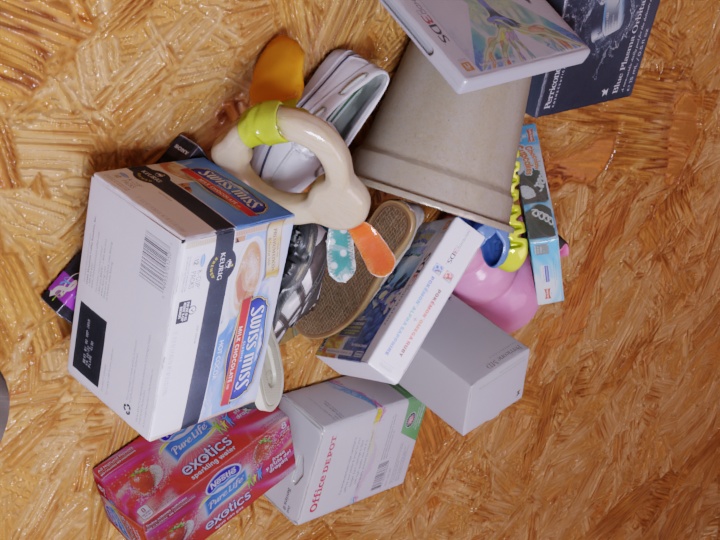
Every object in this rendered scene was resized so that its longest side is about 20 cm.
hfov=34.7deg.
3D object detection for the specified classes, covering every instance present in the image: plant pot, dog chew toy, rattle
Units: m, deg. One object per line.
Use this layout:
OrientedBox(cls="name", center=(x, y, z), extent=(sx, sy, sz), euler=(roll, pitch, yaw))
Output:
OrientedBox(cls="plant pot", center=(0.096, -0.157, 1.226), extent=(0.200, 0.199, 0.185), euler=(13, 96, -53))
OrientedBox(cls="dog chew toy", center=(0.154, -0.003, 1.464), extent=(0.125, 0.124, 0.200), euler=(-50, 137, -8))
OrientedBox(cls="rattle", center=(-0.038, -0.100, 1.095), extent=(0.199, 0.143, 0.130), euler=(35, 117, -22))

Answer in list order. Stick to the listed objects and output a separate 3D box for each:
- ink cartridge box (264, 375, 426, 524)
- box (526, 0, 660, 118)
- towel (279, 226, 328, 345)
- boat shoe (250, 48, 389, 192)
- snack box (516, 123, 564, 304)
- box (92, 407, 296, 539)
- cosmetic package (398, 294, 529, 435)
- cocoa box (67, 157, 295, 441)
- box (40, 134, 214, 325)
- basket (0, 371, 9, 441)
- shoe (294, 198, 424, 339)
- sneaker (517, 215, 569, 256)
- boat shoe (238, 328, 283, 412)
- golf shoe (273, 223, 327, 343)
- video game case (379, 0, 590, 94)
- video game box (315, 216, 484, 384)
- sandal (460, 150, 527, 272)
OrientedBox(cls="ink cartridge box", center=(-0.021, 0.215, 1.450), extent=(0.199, 0.087, 0.147), euler=(-13, 127, -47))
OrientedBox(cls="box", center=(0.243, -0.299, 1.332), extent=(0.199, 0.117, 0.198), euler=(-17, 130, -41))
OrientedBox(cls="towel", center=(-0.095, 0.027, 1.269), extent=(0.199, 0.022, 0.148), euler=(-32, 138, -29))
OrientedBox(cls="boat shoe", center=(-0.044, -0.132, 1.135), extent=(0.201, 0.066, 0.074), euler=(-60, 147, -10))
OrientedBox(cls="snack box", center=(0.219, -0.073, 1.435), extent=(0.037, 0.201, 0.117), euler=(-9, 138, 7))
OrientedBox(cls="box", center=(-0.176, 0.215, 1.250), extent=(0.199, 0.099, 0.096), euler=(-34, 140, -28))
OrientedBox(cls="cosmetic package", center=(0.094, 0.094, 1.392), extent=(0.107, 0.199, 0.086), euler=(-28, 137, -34))
OrientedBox(cls="cocoa box", center=(-0.161, 0.021, 1.021), extent=(0.131, 0.133, 0.202), euler=(-15, 128, -46))
OrientedBox(cls="box", center=(-0.193, -0.013, 1.104), extent=(0.200, 0.036, 0.143), euler=(-49, 145, -8))
OrientedBox(cls="basket", center=(-0.378, 0.092, 0.885), extent=(0.181, 0.135, 0.200), euler=(-57, 149, -7))
OrientedBox(cls="shoe", center=(0.000, 0.000, 1.258), extent=(0.200, 0.070, 0.053), euler=(-47, 172, 24))
OrientedBox(cls="sneaker", center=(0.217, 0.025, 1.578), extent=(0.079, 0.095, 0.201), euler=(12, 109, -55))
OrientedBox(cls="boat shoe", center=(-0.124, 0.040, 1.121), extent=(0.072, 0.067, 0.202), euler=(-28, 115, -61))
OrientedBox(cls="golf shoe", center=(-0.085, 0.042, 1.209), extent=(0.094, 0.078, 0.201), euler=(16, 107, -53))
OrientedBox(cls="video game case", center=(0.113, -0.262, 1.151), extent=(0.199, 0.183, 0.022), euler=(-20, 155, -41))
OrientedBox(cls="video game box", center=(0.038, 0.032, 1.265), extent=(0.047, 0.200, 0.183), euler=(37, 77, -14))
OrientedBox(cls="sandal", center=(0.139, -0.095, 1.348), extent=(0.086, 0.079, 0.202), euler=(-7, 86, -28))
